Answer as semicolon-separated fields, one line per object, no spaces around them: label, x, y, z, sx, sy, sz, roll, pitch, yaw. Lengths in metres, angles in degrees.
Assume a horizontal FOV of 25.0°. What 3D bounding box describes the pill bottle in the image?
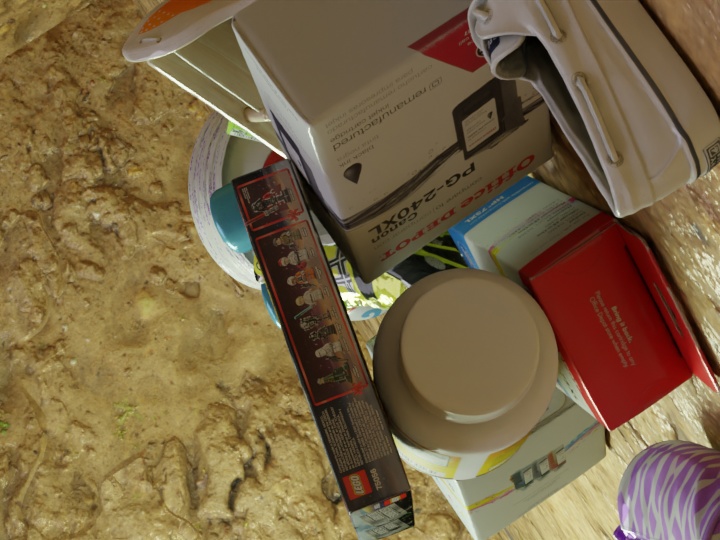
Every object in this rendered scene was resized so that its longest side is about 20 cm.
pill bottle;0.061;0.063;0.981;0.110;0.109;0.200;56;173;11

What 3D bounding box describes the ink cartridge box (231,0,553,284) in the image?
ink cartridge box;0.026;-0.097;0.902;0.084;0.145;0.200;53;173;25

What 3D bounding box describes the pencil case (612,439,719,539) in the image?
pencil case;0.212;0.153;0.984;0.084;0.085;0.200;55;174;-3

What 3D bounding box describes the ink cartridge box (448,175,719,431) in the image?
ink cartridge box;0.135;0.020;1.013;0.117;0.067;0.200;59;174;-19

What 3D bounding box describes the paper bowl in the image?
paper bowl;-0.055;-0.080;1.535;0.104;0.201;0.202;2;129;51

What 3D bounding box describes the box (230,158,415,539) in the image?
box;-0.019;0.051;0.944;0.137;0.040;0.202;79;171;-74

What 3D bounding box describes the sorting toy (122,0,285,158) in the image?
sorting toy;-0.016;-0.142;1.049;0.179;0.108;0.199;-4;152;46

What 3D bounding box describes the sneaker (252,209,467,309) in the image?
sneaker;0.000;0.000;1.165;0.075;0.077;0.199;-1;-160;-45

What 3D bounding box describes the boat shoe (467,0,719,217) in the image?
boat shoe;0.081;-0.114;0.728;0.201;0.065;0.074;55;175;22

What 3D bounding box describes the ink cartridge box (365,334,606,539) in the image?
ink cartridge box;0.109;0.110;1.362;0.146;0.144;0.200;55;173;25

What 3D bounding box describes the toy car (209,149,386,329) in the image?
toy car;-0.025;-0.009;1.363;0.178;0.183;0.200;60;-162;-22

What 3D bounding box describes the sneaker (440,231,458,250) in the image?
sneaker;0.030;-0.031;1.254;0.198;0.076;0.077;16;159;26

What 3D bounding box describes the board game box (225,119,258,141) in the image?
board game box;-0.006;-0.099;1.270;0.198;0.030;0.096;15;178;-6
